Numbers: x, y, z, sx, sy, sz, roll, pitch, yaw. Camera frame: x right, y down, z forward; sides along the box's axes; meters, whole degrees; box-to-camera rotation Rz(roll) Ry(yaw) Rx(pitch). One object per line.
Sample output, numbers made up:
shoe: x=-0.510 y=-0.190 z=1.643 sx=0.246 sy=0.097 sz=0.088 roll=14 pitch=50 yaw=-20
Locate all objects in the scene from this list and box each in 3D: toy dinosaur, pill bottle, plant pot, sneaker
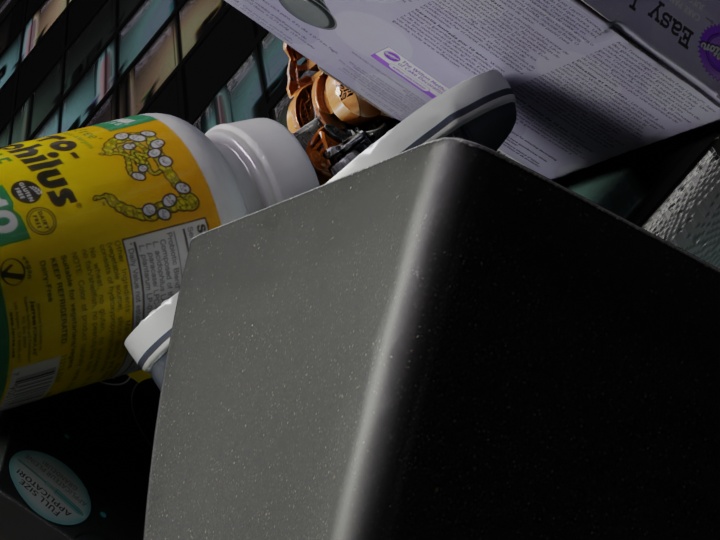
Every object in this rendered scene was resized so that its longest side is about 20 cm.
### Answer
toy dinosaur: x=0.014 y=-0.074 z=1.300 sx=0.102 sy=0.135 sz=0.201 roll=-1 pitch=94 yaw=51
pill bottle: x=-0.119 y=-0.008 z=1.212 sx=0.199 sy=0.113 sz=0.113 roll=-15 pitch=-4 yaw=-31
plant pot: x=0.037 y=0.095 z=0.840 sx=0.200 sy=0.199 sz=0.178 roll=-16 pitch=50 yaw=63
sneaker: x=0.000 y=0.000 z=1.159 sx=0.200 sy=0.080 sz=0.078 roll=-38 pitch=-7 yaw=-3

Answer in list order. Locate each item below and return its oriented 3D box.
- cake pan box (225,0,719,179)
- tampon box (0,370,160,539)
cake pan box: x=0.053 y=-0.114 z=1.179 sx=0.184 sy=0.200 sz=0.052 roll=-18 pitch=43 yaw=62
tampon box: x=-0.131 y=0.126 z=1.272 sx=0.126 sy=0.150 sz=0.200 roll=-48 pitch=17 yaw=24
